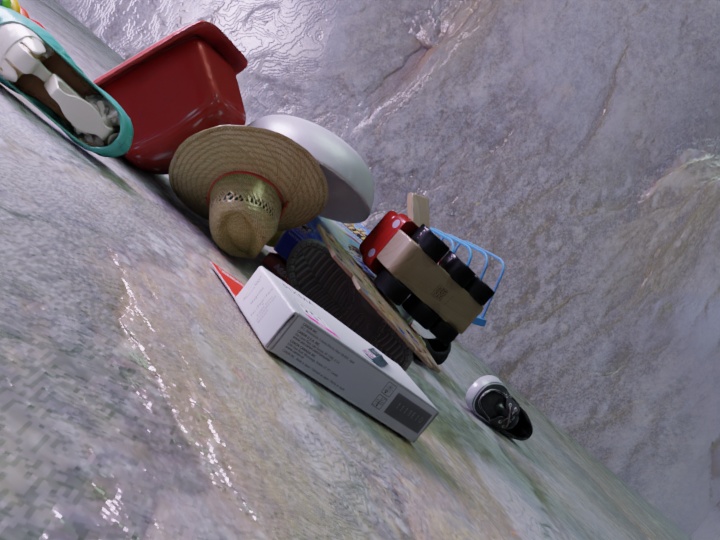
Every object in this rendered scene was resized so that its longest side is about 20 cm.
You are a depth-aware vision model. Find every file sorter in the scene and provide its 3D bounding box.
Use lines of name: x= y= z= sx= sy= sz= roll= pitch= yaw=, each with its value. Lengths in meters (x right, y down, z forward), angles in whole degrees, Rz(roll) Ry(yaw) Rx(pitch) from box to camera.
file sorter: x=0.132 y=-0.003 z=1.476 sx=0.198 sy=0.125 sz=0.138 roll=16 pitch=10 yaw=-42

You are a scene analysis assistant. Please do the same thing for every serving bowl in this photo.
serving bowl: x=-0.064 y=-0.141 z=1.106 sx=0.197 sy=0.067 sz=0.201 roll=24 pitch=-16 yaw=7

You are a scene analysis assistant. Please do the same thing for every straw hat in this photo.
straw hat: x=-0.129 y=-0.063 z=0.949 sx=0.200 sy=0.198 sz=0.087 roll=37 pitch=45 yaw=-43

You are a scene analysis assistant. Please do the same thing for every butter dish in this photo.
butter dish: x=-0.212 y=-0.174 z=1.013 sx=0.150 sy=0.197 sz=0.199 roll=62 pitch=6 yaw=4

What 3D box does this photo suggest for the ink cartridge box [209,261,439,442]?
ink cartridge box: x=-0.035 y=0.061 z=0.799 sx=0.199 sy=0.044 sz=0.174 roll=38 pitch=5 yaw=-36

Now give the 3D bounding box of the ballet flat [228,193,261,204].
ballet flat: x=-0.131 y=-0.111 z=1.052 sx=0.069 sy=0.066 sz=0.200 roll=68 pitch=-22 yaw=10

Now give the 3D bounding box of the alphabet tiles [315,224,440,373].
alphabet tiles: x=0.021 y=0.032 z=0.990 sx=0.200 sy=0.006 sz=0.167 roll=48 pitch=5 yaw=-25

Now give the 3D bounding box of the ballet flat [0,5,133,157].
ballet flat: x=-0.299 y=-0.185 z=0.818 sx=0.199 sy=0.068 sz=0.070 roll=41 pitch=-5 yaw=-19

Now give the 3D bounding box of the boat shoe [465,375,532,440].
boat shoe: x=0.240 y=0.240 z=1.435 sx=0.066 sy=0.070 sz=0.200 roll=40 pitch=-6 yaw=40

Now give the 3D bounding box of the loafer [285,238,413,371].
loafer: x=-0.015 y=0.048 z=1.030 sx=0.201 sy=0.075 sz=0.070 roll=50 pitch=1 yaw=8

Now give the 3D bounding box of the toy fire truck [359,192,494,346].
toy fire truck: x=0.072 y=-0.029 z=1.130 sx=0.175 sy=0.129 sz=0.200 roll=38 pitch=6 yaw=-40

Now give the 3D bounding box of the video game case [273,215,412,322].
video game case: x=0.000 y=0.000 z=1.183 sx=0.199 sy=0.046 sz=0.181 roll=41 pitch=22 yaw=8

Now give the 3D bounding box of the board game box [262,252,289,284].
board game box: x=-0.042 y=0.047 z=1.135 sx=0.199 sy=0.020 sz=0.103 roll=41 pitch=4 yaw=4

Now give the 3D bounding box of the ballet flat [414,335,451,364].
ballet flat: x=0.112 y=0.127 z=1.495 sx=0.066 sy=0.057 sz=0.200 roll=40 pitch=3 yaw=21

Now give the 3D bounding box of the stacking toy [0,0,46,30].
stacking toy: x=-0.411 y=-0.291 z=0.944 sx=0.085 sy=0.086 sz=0.200 roll=40 pitch=-1 yaw=19

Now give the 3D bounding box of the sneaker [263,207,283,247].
sneaker: x=-0.172 y=-0.098 z=1.217 sx=0.200 sy=0.078 sz=0.090 roll=49 pitch=0 yaw=33
